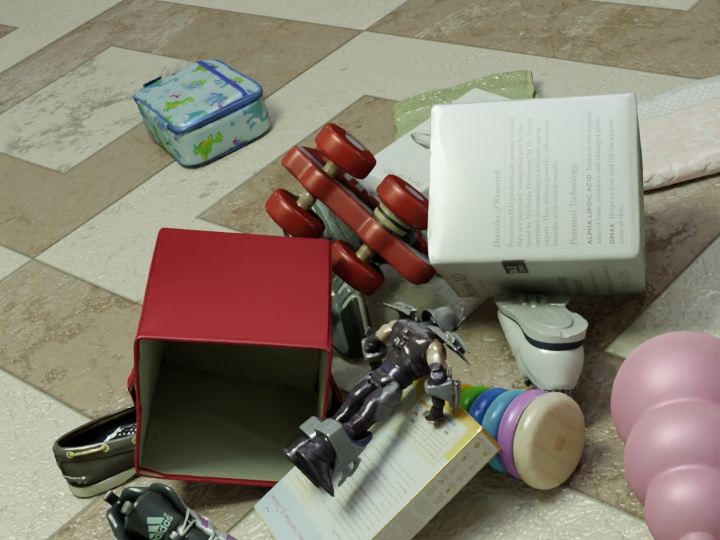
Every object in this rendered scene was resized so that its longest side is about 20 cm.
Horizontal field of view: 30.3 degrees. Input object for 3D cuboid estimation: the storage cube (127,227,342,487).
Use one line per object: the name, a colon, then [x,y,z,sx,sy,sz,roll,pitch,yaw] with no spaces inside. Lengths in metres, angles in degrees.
storage cube: [-0.116,0.082,1.271,0.199,0.172,0.180,3,35,-4]

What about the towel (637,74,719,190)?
towel: [0.400,-0.169,1.562,0.199,0.032,0.191,-15,32,7]

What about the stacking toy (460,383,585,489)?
stacking toy: [0.105,0.137,1.216,0.200,0.086,0.085,10,41,48]

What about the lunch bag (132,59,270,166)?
lunch bag: [-0.230,-0.237,1.947,0.160,0.083,0.200,-26,34,-17]

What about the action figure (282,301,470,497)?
action figure: [0.020,0.102,1.151,0.200,0.069,0.130,-45,26,-11]

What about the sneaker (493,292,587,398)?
sneaker: [0.170,0.070,1.281,0.076,0.081,0.200,-3,12,1]

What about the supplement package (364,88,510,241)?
supplement package: [0.114,-0.105,1.531,0.200,0.118,0.117,-36,38,-25]

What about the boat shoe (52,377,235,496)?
boat shoe: [-0.213,0.158,1.351,0.201,0.061,0.072,-27,32,-13]

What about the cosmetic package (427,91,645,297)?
cosmetic package: [0.179,-0.069,1.322,0.199,0.165,0.166,-2,76,14]

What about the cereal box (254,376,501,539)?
cereal box: [0.011,0.183,1.163,0.200,0.040,0.144,-44,35,-2]

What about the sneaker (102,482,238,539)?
sneaker: [-0.149,0.234,1.119,0.199,0.140,0.078,10,58,42]

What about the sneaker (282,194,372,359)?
sneaker: [0.000,0.000,1.447,0.115,0.075,0.201,-4,60,-37]

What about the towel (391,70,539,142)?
towel: [0.138,-0.209,1.753,0.199,0.037,0.149,-14,31,8]

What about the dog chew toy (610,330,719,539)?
dog chew toy: [0.267,0.145,1.076,0.124,0.125,0.201,-9,41,16]

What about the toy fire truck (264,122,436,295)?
toy fire truck: [0.006,-0.063,1.392,0.112,0.200,0.168,-51,-11,13]
